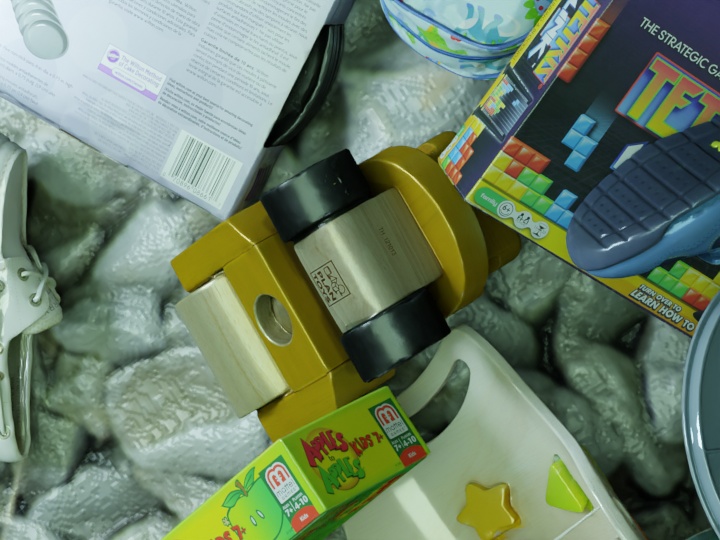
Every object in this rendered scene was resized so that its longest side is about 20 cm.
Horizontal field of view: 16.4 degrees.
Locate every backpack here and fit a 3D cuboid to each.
[{"bbox_3d":[0.087,-0.203,1.369,0.162,0.154,0.201,31,116,2],"label":"backpack"}]

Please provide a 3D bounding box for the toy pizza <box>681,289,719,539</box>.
[{"bbox_3d":[0.246,0.091,1.348,0.032,0.199,0.201,-24,90,54],"label":"toy pizza"}]

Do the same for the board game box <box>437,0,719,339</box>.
[{"bbox_3d":[0.169,-0.068,1.343,0.199,0.057,0.166,29,106,-27],"label":"board game box"}]

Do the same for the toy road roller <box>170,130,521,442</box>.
[{"bbox_3d":[0.000,0.000,1.427,0.200,0.146,0.123,-32,88,52],"label":"toy road roller"}]

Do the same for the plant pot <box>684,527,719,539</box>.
[{"bbox_3d":[0.200,0.272,1.321,0.200,0.200,0.196,-49,63,13],"label":"plant pot"}]

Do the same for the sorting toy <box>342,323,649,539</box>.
[{"bbox_3d":[0.063,0.135,1.427,0.200,0.107,0.181,-39,73,25],"label":"sorting toy"}]

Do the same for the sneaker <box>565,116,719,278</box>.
[{"bbox_3d":[0.203,-0.038,1.296,0.199,0.074,0.083,-26,123,-3],"label":"sneaker"}]

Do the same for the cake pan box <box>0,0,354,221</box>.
[{"bbox_3d":[-0.108,-0.151,1.457,0.199,0.052,0.185,28,104,9],"label":"cake pan box"}]

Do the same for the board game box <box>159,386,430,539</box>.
[{"bbox_3d":[-0.060,0.147,1.412,0.200,0.101,0.048,-42,79,38],"label":"board game box"}]

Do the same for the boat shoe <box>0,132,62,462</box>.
[{"bbox_3d":[-0.209,0.018,1.493,0.069,0.071,0.202,11,107,11],"label":"boat shoe"}]
